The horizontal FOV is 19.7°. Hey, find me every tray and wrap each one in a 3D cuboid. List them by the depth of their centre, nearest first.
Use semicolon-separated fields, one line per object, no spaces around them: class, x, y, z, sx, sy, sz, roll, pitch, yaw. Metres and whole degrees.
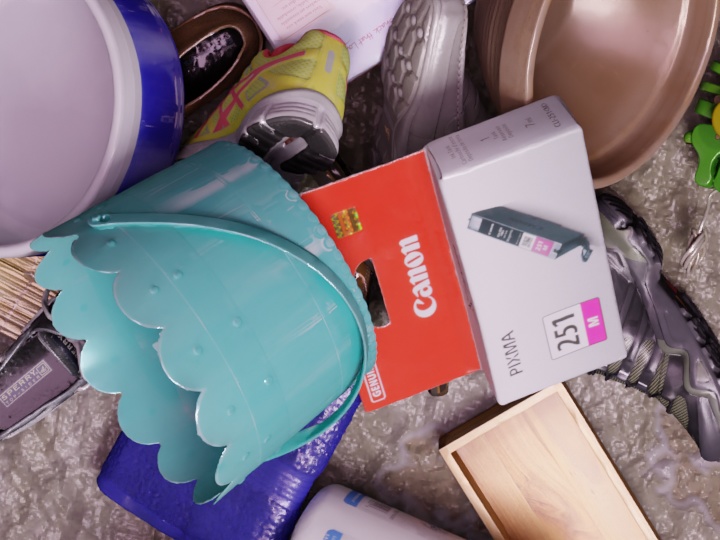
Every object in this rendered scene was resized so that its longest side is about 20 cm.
tray;0.148;0.180;1.462;0.098;0.037;0.200;-31;98;8

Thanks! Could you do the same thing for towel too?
towel;-0.082;0.102;1.430;0.147;0.050;0.200;33;104;20

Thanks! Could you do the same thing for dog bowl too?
dog bowl;-0.216;-0.109;1.353;0.199;0.079;0.201;0;91;27

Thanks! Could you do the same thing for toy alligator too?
toy alligator;0.244;-0.098;1.393;0.054;0.059;0.200;31;102;24

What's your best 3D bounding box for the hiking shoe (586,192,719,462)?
hiking shoe;0.185;0.051;1.424;0.101;0.076;0.200;-29;90;17

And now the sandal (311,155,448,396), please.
sandal;0.000;0.000;1.406;0.054;0.082;0.200;-30;97;2

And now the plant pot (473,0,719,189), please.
plant pot;0.140;-0.162;1.344;0.093;0.201;0.201;27;105;38

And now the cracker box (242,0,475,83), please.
cracker box;-0.029;-0.229;1.374;0.134;0.058;0.200;-31;98;9

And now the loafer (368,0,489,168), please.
loafer;0.050;-0.108;1.360;0.070;0.070;0.200;-7;140;-15

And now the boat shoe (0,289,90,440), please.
boat shoe;-0.196;0.045;1.416;0.199;0.068;0.074;-36;98;7

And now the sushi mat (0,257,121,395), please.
sushi mat;-0.233;0.003;1.450;0.200;0.012;0.096;28;99;-4

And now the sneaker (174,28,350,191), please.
sneaker;-0.056;-0.100;1.353;0.078;0.200;0.091;24;70;-23

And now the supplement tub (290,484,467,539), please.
supplement tub;0.041;0.240;1.413;0.200;0.132;0.132;24;102;10

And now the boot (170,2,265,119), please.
boot;-0.154;-0.109;1.395;0.200;0.075;0.074;-37;100;10

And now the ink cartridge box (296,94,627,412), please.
ink cartridge box;0.068;0.004;1.304;0.173;0.044;0.200;-21;131;-5

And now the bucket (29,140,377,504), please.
bucket;-0.094;0.029;1.286;0.135;0.207;0.208;-36;99;-19
